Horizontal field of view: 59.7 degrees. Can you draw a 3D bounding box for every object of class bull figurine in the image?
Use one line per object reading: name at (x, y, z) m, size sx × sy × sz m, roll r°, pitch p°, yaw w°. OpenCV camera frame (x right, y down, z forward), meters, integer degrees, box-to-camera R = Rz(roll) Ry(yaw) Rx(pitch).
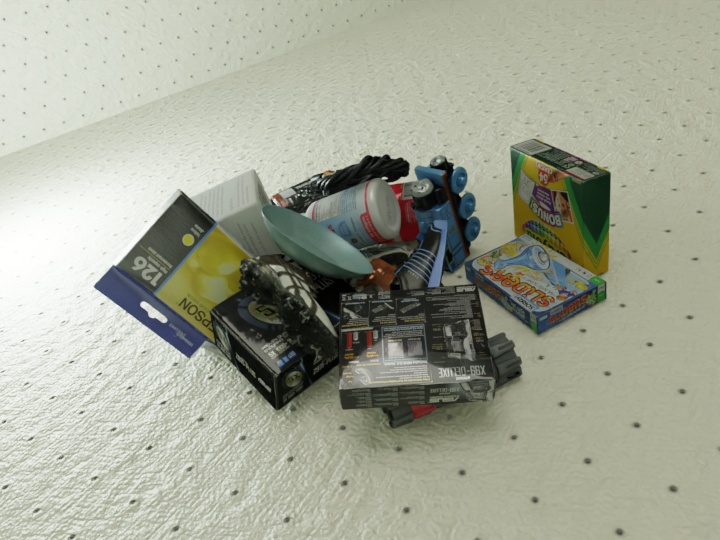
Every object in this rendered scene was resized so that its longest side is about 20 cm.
bull figurine at (0.063, 0.048, 1.019) m, size 0.121 × 0.066 × 0.198 m, roll -35°, pitch 45°, yaw -27°

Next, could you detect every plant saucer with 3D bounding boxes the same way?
plant saucer at (-0.074, -0.035, 0.976) m, size 0.198 × 0.039 × 0.201 m, roll 29°, pitch 13°, yaw -7°

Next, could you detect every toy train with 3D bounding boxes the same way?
toy train at (0.145, -0.099, 1.104) m, size 0.086 × 0.202 × 0.114 m, roll 20°, pitch 55°, yaw 43°

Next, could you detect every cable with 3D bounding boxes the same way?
cable at (0.010, -0.183, 1.156) m, size 0.196 × 0.052 × 0.162 m, roll -13°, pitch -3°, yaw -28°

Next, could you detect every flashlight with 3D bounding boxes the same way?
flashlight at (0.119, 0.144, 0.850) m, size 0.196 × 0.069 × 0.068 m, roll -24°, pitch 43°, yaw -11°

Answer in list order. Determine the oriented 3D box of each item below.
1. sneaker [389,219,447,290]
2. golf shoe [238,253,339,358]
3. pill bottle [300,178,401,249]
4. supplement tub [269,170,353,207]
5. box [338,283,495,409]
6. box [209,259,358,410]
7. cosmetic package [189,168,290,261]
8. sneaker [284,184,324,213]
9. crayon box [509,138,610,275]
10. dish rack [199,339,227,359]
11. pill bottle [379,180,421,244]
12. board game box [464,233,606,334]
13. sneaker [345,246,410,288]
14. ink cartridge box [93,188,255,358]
sneaker at (0.089, -0.001, 0.964) m, size 0.076 × 0.071 × 0.203 m, roll 8°, pitch 53°, yaw 10°
golf shoe at (-0.086, 0.038, 0.903) m, size 0.199 × 0.079 × 0.094 m, roll 42°, pitch 45°, yaw 21°
pill bottle at (-0.031, -0.087, 1.151) m, size 0.196 × 0.110 × 0.109 m, roll -17°, pitch 27°, yaw 29°
supplement tub at (-0.094, -0.151, 1.369) m, size 0.197 × 0.109 × 0.107 m, roll -29°, pitch 34°, yaw -21°
box at (0.069, 0.097, 0.825) m, size 0.194 × 0.050 × 0.160 m, roll -4°, pitch 46°, yaw 2°
box at (-0.104, 0.085, 0.970) m, size 0.198 × 0.087 × 0.163 m, roll -32°, pitch 55°, yaw -31°
cosmetic package at (-0.236, -0.041, 1.096) m, size 0.196 × 0.167 × 0.166 m, roll -23°, pitch 30°, yaw 2°
sneaker at (-0.103, -0.110, 1.276) m, size 0.199 × 0.092 × 0.075 m, roll -40°, pitch 40°, yaw -25°
crayon box at (0.330, -0.106, 1.053) m, size 0.057 × 0.176 × 0.200 m, roll -18°, pitch 30°, yaw -14°
dish rack at (-0.201, 0.093, 1.093) m, size 0.197 × 0.044 × 0.171 m, roll 15°, pitch 43°, yaw 39°
pill bottle at (0.049, -0.111, 1.239) m, size 0.195 × 0.114 × 0.113 m, roll -6°, pitch 32°, yaw 15°
board game box at (0.277, 0.016, 1.018) m, size 0.133 × 0.035 × 0.200 m, roll -24°, pitch 33°, yaw -15°
sneaker at (0.000, 0.000, 1.143) m, size 0.195 × 0.080 × 0.087 m, roll -7°, pitch 17°, yaw 3°
ink cartridge box at (-0.272, 0.016, 0.978) m, size 0.201 × 0.197 × 0.047 m, roll -49°, pitch 27°, yaw -3°
